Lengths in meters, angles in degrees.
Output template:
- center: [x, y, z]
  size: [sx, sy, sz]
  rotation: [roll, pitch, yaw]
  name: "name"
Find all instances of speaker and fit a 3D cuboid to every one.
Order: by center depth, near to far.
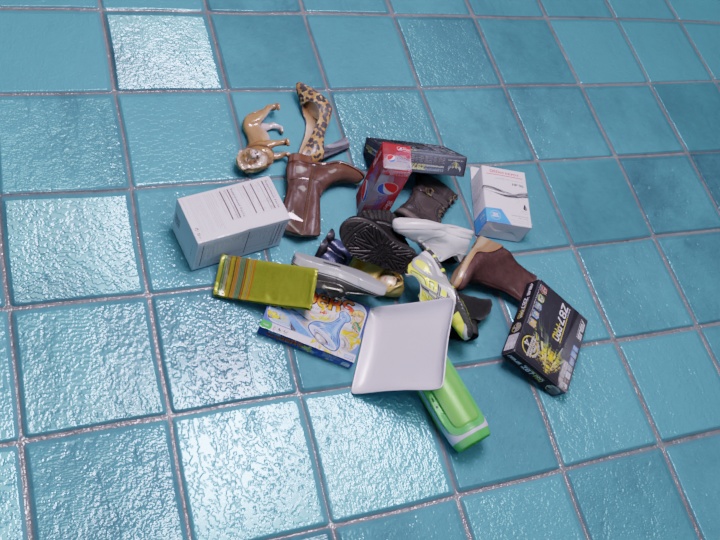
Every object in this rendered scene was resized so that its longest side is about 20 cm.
- center: [0.172, 0.252, 1.544]
  size: [0.088, 0.088, 0.200]
  rotation: [-21, 70, -27]
  name: "speaker"

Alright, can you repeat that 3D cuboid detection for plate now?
- center: [0.090, 0.154, 1.543]
  size: [0.032, 0.199, 0.200]
  rotation: [48, 44, -43]
  name: "plate"

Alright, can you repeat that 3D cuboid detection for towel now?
- center: [-0.187, 0.023, 1.539]
  size: [0.200, 0.018, 0.086]
  rotation: [8, 85, 8]
  name: "towel"

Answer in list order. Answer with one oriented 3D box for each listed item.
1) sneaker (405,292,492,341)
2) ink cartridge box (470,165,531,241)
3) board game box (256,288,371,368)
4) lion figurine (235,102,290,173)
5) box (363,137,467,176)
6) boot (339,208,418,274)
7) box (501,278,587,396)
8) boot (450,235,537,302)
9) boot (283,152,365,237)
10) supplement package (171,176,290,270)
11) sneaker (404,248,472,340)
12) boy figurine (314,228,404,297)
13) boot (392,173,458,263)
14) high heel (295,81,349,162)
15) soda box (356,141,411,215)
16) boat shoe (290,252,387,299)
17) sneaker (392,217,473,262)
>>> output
- center: [0.187, 0.088, 1.662]
  size: [0.200, 0.060, 0.104]
  rotation: [13, 57, -16]
  name: "sneaker"
- center: [0.329, -0.175, 1.853]
  size: [0.116, 0.068, 0.200]
  rotation: [8, 59, -15]
  name: "ink cartridge box"
- center: [-0.091, 0.099, 1.573]
  size: [0.200, 0.034, 0.135]
  rotation: [21, 57, -6]
  name: "board game box"
- center: [-0.226, -0.295, 1.745]
  size: [0.122, 0.073, 0.200]
  rotation: [-10, 50, -10]
  name: "lion figurine"
- center: [0.122, -0.259, 1.790]
  size: [0.200, 0.051, 0.158]
  rotation: [3, 17, -17]
  name: "box"
- center: [0.020, -0.084, 1.634]
  size: [0.211, 0.079, 0.158]
  rotation: [31, 23, -39]
  name: "boot"
- center: [0.397, 0.143, 1.681]
  size: [0.161, 0.049, 0.200]
  rotation: [40, 54, -17]
  name: "box"
- center: [0.297, 0.018, 1.717]
  size: [0.166, 0.072, 0.200]
  rotation: [38, 44, 4]
  name: "boot"
- center: [-0.084, -0.147, 1.705]
  size: [0.186, 0.064, 0.200]
  rotation: [9, 61, -13]
  name: "boot"
- center: [-0.262, -0.096, 1.582]
  size: [0.200, 0.114, 0.110]
  rotation: [-18, 69, -28]
  name: "supplement package"
- center: [0.163, 0.057, 1.601]
  size: [0.076, 0.075, 0.200]
  rotation: [-31, 82, 5]
  name: "sneaker"
- center: [0.000, 0.000, 1.645]
  size: [0.200, 0.064, 0.124]
  rotation: [33, 53, 4]
  name: "boy figurine"
- center: [0.178, -0.126, 1.777]
  size: [0.200, 0.069, 0.174]
  rotation: [40, 52, 1]
  name: "boot"
- center: [-0.127, -0.338, 1.788]
  size: [0.143, 0.071, 0.200]
  rotation: [-29, 82, -36]
  name: "high heel"
- center: [0.048, -0.187, 1.685]
  size: [0.063, 0.200, 0.070]
  rotation: [8, 60, -15]
  name: "soda box"
- center: [-0.047, 0.023, 1.576]
  size: [0.200, 0.064, 0.071]
  rotation: [18, 12, -1]
  name: "boat shoe"
- center: [0.150, -0.058, 1.638]
  size: [0.200, 0.075, 0.089]
  rotation: [9, 99, -31]
  name: "sneaker"
